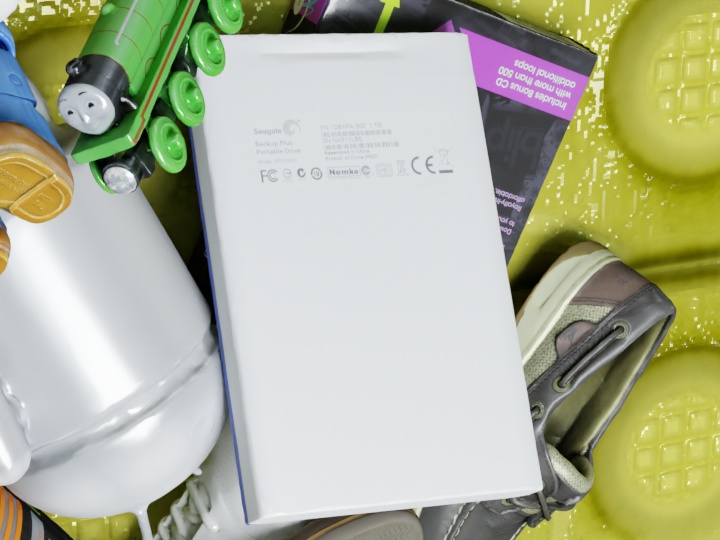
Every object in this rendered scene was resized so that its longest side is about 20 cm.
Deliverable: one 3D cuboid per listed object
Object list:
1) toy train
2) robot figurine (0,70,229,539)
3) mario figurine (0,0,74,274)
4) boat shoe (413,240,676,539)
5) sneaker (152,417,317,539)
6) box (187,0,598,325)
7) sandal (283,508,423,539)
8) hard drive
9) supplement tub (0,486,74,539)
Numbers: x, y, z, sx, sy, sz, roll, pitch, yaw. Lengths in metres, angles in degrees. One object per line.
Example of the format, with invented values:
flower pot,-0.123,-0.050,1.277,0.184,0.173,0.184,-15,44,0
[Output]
toy train,-0.076,-0.108,1.010,0.041,0.201,0.057,-17,124,28
robot figurine,-0.125,0.018,1.049,0.201,0.112,0.170,61,37,-14
mario figurine,-0.180,-0.095,0.953,0.123,0.201,0.106,-22,147,-1
boat shoe,0.081,0.085,1.202,0.072,0.066,0.202,23,97,-56
sneaker,-0.065,0.134,1.147,0.080,0.071,0.202,-3,123,-14
box,0.008,-0.031,1.151,0.142,0.036,0.201,17,103,-29
sandal,-0.040,0.171,1.080,0.199,0.054,0.082,-31,142,-36
hard drive,0.000,0.000,1.061,0.131,0.025,0.202,-3,77,-26
supplement tub,-0.193,0.131,1.067,0.123,0.122,0.200,-45,120,-4
